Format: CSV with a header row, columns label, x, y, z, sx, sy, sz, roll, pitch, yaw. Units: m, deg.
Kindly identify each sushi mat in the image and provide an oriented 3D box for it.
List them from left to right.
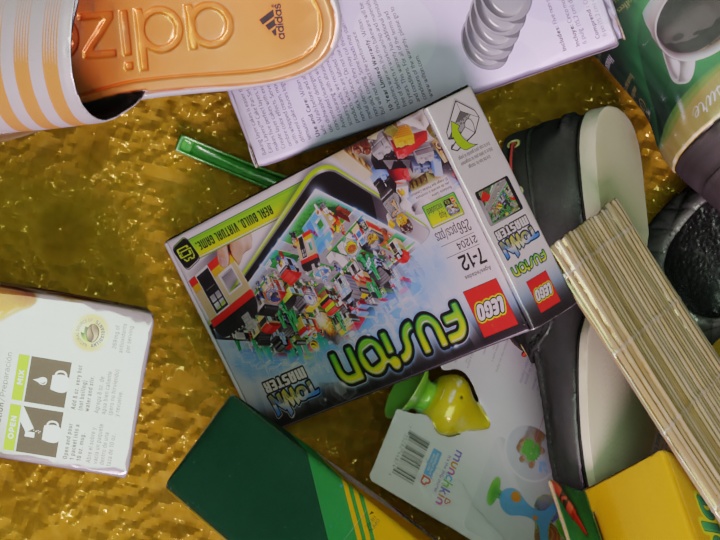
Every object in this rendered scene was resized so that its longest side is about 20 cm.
label,x,y,z,sx,sy,sz,roll,pitch,yaw
sushi mat,0.156,0.061,1.115,0.012,0.096,0.200,-33,91,27

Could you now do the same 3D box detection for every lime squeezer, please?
label,x,y,z,sx,sy,sz,roll,pitch,yaw
lime squeezer,0.004,-0.022,1.188,0.200,0.071,0.038,22,105,24

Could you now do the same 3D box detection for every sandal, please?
label,x,y,z,sx,sy,sz,roll,pitch,yaw
sandal,-0.114,-0.106,1.085,0.206,0.059,0.079,-7,102,11

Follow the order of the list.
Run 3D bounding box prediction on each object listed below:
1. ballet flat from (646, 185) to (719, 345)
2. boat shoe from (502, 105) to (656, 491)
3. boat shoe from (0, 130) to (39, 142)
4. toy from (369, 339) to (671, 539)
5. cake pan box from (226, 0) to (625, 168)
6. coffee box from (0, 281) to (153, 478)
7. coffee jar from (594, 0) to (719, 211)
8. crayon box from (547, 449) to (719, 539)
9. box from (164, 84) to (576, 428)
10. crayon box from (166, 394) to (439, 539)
label,x,y,z,sx,sy,sz,roll,pitch,yaw
ballet flat,0.195,-0.025,1.209,0.066,0.057,0.200,43,85,-12
boat shoe,0.104,0.020,1.173,0.063,0.074,0.202,-13,67,29
boat shoe,-0.125,-0.132,1.171,0.200,0.066,0.074,-37,102,-10
toy,0.095,0.106,1.193,0.200,0.047,0.115,34,59,-19
cake pan box,0.004,-0.169,1.112,0.184,0.052,0.200,-20,100,8
coffee box,-0.202,0.040,1.136,0.199,0.114,0.080,10,88,-7
coffee jar,0.153,-0.128,1.173,0.104,0.085,0.200,-38,79,0
crayon box,0.174,0.157,1.116,0.051,0.200,0.127,-31,62,29
box,0.000,0.000,1.127,0.035,0.200,0.110,-28,92,-44
crayon box,0.031,0.154,1.090,0.058,0.172,0.200,-54,131,-4
